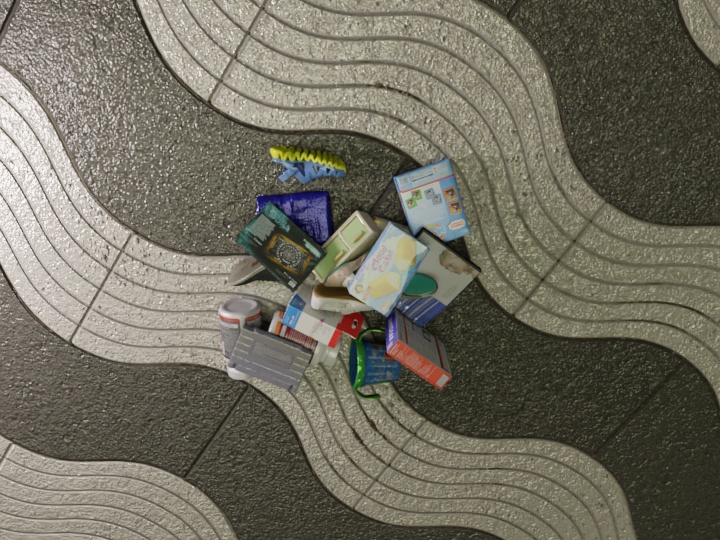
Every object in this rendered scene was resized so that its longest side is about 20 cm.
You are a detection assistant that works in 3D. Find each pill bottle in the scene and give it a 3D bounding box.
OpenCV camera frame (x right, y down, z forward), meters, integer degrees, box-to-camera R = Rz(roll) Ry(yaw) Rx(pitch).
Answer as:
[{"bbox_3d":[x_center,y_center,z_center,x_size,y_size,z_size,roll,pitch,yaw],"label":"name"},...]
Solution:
[{"bbox_3d":[-0.325,0.189,1.722,0.114,0.116,0.203,0,109,0],"label":"pill bottle"},{"bbox_3d":[-0.159,0.194,1.724,0.198,0.113,0.114,20,109,-6],"label":"pill bottle"}]

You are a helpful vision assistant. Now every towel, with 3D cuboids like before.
[{"bbox_3d":[-0.172,-0.129,1.645,0.197,0.050,0.150,-6,110,2],"label":"towel"},{"bbox_3d":[0.142,0.059,1.690,0.199,0.024,0.144,39,120,-20],"label":"towel"}]

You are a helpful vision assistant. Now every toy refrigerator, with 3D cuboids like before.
[{"bbox_3d":[-0.043,-0.058,1.629,0.200,0.070,0.076,-44,69,19],"label":"toy refrigerator"}]

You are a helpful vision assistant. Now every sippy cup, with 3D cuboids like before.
[{"bbox_3d":[0.041,0.259,1.745,0.128,0.141,0.179,3,134,-11],"label":"sippy cup"}]

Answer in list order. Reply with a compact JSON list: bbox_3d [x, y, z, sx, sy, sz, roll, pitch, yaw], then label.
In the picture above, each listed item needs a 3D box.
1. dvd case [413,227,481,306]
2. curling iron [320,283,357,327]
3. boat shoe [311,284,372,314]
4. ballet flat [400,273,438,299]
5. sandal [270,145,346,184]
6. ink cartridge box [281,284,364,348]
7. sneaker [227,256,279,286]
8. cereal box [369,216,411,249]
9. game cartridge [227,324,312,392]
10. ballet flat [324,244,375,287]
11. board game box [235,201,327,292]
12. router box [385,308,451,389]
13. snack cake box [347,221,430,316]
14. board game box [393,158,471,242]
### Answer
[{"bbox_3d":[0.195,-0.007,1.624,0.199,0.018,0.143,34,120,-15],"label":"dvd case"},{"bbox_3d":[-0.050,0.083,1.731,0.049,0.026,0.201,-29,106,13],"label":"curling iron"},{"bbox_3d":[-0.037,0.083,1.665,0.197,0.071,0.070,8,127,-18],"label":"boat shoe"},{"bbox_3d":[0.105,0.046,1.631,0.197,0.064,0.068,1,65,11],"label":"ballet flat"},{"bbox_3d":[-0.133,-0.260,1.589,0.197,0.080,0.088,11,113,5],"label":"sandal"},{"bbox_3d":[-0.098,0.131,1.683,0.198,0.116,0.068,27,121,0],"label":"ink cartridge box"},{"bbox_3d":[-0.257,0.011,1.683,0.198,0.076,0.106,-24,136,25],"label":"sneaker"},{"bbox_3d":[0.109,-0.047,1.677,0.198,0.040,0.145,18,109,-7],"label":"cereal box"},{"bbox_3d":[-0.238,0.232,1.661,0.198,0.038,0.131,23,104,-8],"label":"game cartridge"},{"bbox_3d":[0.000,0.000,1.611,0.199,0.068,0.068,-34,67,-1],"label":"ballet flat"},{"bbox_3d":[-0.201,-0.060,1.593,0.200,0.028,0.136,42,80,0],"label":"board game box"},{"bbox_3d":[0.152,0.207,1.682,0.179,0.200,0.049,35,106,-10],"label":"router box"},{"bbox_3d":[0.068,-0.004,1.550,0.114,0.067,0.201,31,97,-11],"label":"snack cake box"},{"bbox_3d":[0.185,-0.168,1.613,0.149,0.037,0.202,-19,99,-1],"label":"board game box"}]
